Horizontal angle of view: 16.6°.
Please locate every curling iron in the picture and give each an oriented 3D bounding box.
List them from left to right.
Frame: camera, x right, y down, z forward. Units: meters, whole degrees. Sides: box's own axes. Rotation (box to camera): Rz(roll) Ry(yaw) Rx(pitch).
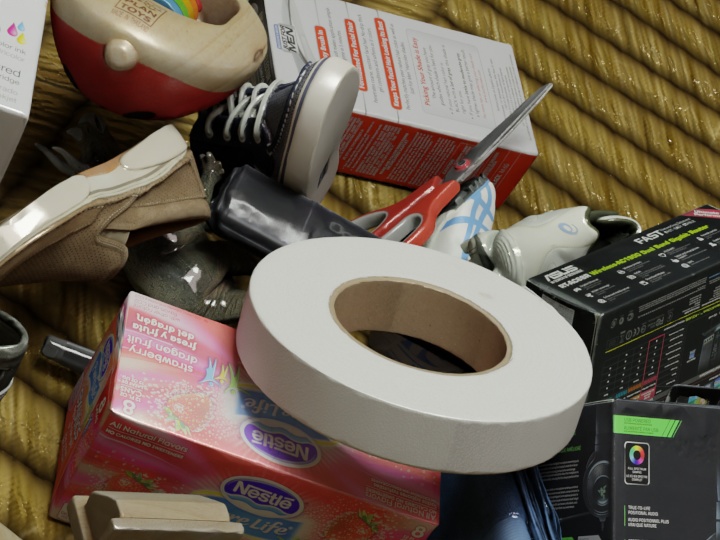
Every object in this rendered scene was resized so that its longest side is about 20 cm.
[{"bbox_3d":[-0.094,0.073,1.454,0.199,0.026,0.050,17,80,-14],"label":"curling iron"}]

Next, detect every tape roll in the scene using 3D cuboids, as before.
[{"bbox_3d":[0.030,0.044,1.376,0.201,0.037,0.203,13,25,-6],"label":"tape roll"}]

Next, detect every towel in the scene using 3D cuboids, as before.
[{"bbox_3d":[0.075,0.174,1.404,0.048,0.112,0.201,11,45,-32],"label":"towel"}]

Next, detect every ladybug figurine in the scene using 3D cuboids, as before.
[{"bbox_3d":[-0.128,-0.141,1.486,0.135,0.072,0.200,30,19,3],"label":"ladybug figurine"}]

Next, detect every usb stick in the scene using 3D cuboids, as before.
[{"bbox_3d":[0.000,0.000,1.490,0.199,0.033,0.056,28,44,-7],"label":"usb stick"}]

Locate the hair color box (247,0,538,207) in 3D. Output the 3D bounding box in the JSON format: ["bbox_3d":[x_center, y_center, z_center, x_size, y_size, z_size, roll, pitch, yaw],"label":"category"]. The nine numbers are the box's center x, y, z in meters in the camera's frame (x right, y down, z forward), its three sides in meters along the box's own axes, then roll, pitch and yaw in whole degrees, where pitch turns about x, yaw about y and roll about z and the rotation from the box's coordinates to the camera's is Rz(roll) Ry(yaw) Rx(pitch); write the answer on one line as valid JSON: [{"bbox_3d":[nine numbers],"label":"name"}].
[{"bbox_3d":[0.014,-0.120,1.694,0.199,0.064,0.111,13,45,-25],"label":"hair color box"}]

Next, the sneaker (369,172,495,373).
[{"bbox_3d":[0.056,0.009,1.598,0.073,0.072,0.200,47,34,-19],"label":"sneaker"}]

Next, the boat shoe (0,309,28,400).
[{"bbox_3d":[-0.278,0.007,1.372,0.199,0.064,0.071,27,40,-7],"label":"boat shoe"}]

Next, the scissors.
[{"bbox_3d":[0.063,-0.057,1.606,0.199,0.014,0.073,-35,27,-12],"label":"scissors"}]

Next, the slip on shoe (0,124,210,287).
[{"bbox_3d":[-0.158,-0.020,1.396,0.061,0.076,0.200,60,38,-4],"label":"slip on shoe"}]

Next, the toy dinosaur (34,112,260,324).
[{"bbox_3d":[-0.110,-0.008,1.509,0.102,0.077,0.200,-28,73,-34],"label":"toy dinosaur"}]

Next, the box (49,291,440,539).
[{"bbox_3d":[-0.062,0.106,1.388,0.199,0.103,0.095,21,41,-16],"label":"box"}]

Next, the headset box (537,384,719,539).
[{"bbox_3d":[0.191,0.168,1.434,0.173,0.093,0.201,7,78,-29],"label":"headset box"}]

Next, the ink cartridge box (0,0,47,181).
[{"bbox_3d":[-0.274,-0.129,1.445,0.146,0.146,0.201,19,41,-17],"label":"ink cartridge box"}]

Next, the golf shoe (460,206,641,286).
[{"bbox_3d":[0.149,0.004,1.595,0.200,0.097,0.079,15,50,-64],"label":"golf shoe"}]

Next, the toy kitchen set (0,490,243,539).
[{"bbox_3d":[-0.152,0.110,1.277,0.199,0.163,0.181,6,47,-29],"label":"toy kitchen set"}]

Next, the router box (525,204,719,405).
[{"bbox_3d":[0.176,0.057,1.551,0.062,0.151,0.199,26,31,36],"label":"router box"}]

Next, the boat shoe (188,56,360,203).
[{"bbox_3d":[-0.060,-0.089,1.529,0.092,0.200,0.075,28,67,4],"label":"boat shoe"}]
